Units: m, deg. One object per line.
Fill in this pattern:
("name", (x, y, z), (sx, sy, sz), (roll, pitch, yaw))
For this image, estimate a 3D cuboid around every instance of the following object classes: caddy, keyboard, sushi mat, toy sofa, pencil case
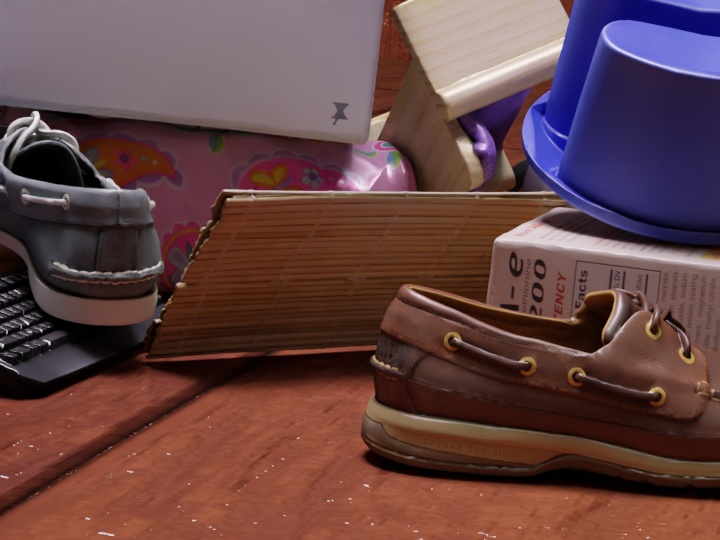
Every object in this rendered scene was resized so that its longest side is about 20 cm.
("caddy", (0.171, -0.066, 1.140), (0.199, 0.106, 0.142), (4, 32, -4))
("keyboard", (-0.159, 0.012, 1.141), (0.126, 0.021, 0.200), (18, 10, 11))
("sushi mat", (0.000, 0.000, 1.169), (0.199, 0.096, 0.012), (-1, 47, -39))
("toy sofa", (0.057, -0.074, 1.358), (0.082, 0.098, 0.200), (-23, -13, -15))
("pencil case", (-0.071, -0.032, 1.329), (0.199, 0.088, 0.087), (3, 9, -16))

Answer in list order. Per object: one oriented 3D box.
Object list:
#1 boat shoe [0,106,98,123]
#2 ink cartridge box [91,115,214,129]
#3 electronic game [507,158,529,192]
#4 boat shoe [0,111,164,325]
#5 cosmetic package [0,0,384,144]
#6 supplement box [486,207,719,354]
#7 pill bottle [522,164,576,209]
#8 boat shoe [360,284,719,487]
("boat shoe", (-0.106, -0.034, 1.402), (0.199, 0.066, 0.072), (17, 6, -18))
("ink cartridge box", (-0.102, -0.114, 1.483), (0.144, 0.201, 0.084), (5, 11, 1))
("electronic game", (0.182, -0.035, 1.502), (0.199, 0.042, 0.200), (9, -13, 2))
("boat shoe", (-0.133, -0.038, 1.179), (0.072, 0.062, 0.200), (-2, 22, -21))
("cosmetic package", (-0.094, -0.137, 1.326), (0.198, 0.124, 0.200), (6, 7, -5))
("supplement box", (0.161, 0.025, 1.118), (0.199, 0.074, 0.126), (8, 9, 16))
("pill bottle", (0.168, -0.024, 1.302), (0.119, 0.120, 0.200), (1, 10, -27))
("boat shoe", (0.101, 0.042, 0.992), (0.199, 0.068, 0.072), (4, 8, -8))
